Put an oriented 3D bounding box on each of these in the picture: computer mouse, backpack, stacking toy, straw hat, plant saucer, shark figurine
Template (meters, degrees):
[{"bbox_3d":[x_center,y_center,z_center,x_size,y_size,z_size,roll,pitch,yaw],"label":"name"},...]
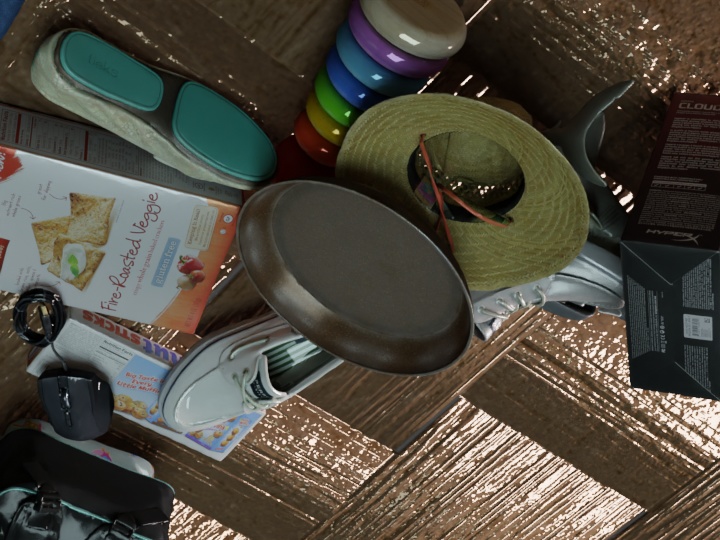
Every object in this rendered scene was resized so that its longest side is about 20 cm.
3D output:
[{"bbox_3d":[-0.242,0.083,1.337,0.058,0.034,0.201,2,143,10],"label":"computer mouse"},{"bbox_3d":[-0.270,0.241,1.433,0.174,0.154,0.201,22,114,-20],"label":"backpack"},{"bbox_3d":[-0.004,-0.123,1.217,0.085,0.086,0.201,19,130,-21],"label":"stacking toy"},{"bbox_3d":[0.081,-0.081,1.204,0.199,0.086,0.202,15,140,13],"label":"straw hat"},{"bbox_3d":[0.000,0.000,1.243,0.198,0.032,0.201,21,142,17],"label":"plant saucer"},{"bbox_3d":[0.167,-0.089,1.255,0.090,0.127,0.215,-55,151,-12],"label":"shark figurine"}]

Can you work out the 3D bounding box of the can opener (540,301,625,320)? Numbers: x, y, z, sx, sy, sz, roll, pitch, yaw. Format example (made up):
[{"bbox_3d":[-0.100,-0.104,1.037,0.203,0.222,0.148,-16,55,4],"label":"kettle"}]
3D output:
[{"bbox_3d":[0.225,0.023,1.390,0.198,0.054,0.067,19,158,-21],"label":"can opener"}]

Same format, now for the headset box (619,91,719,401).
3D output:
[{"bbox_3d":[0.257,-0.027,1.252,0.074,0.201,0.150,7,135,21],"label":"headset box"}]

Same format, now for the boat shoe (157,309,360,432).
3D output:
[{"bbox_3d":[-0.083,0.078,1.360,0.199,0.067,0.074,-35,121,10],"label":"boat shoe"}]

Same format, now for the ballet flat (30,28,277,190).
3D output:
[{"bbox_3d":[-0.152,-0.116,1.224,0.199,0.068,0.062,31,148,-24],"label":"ballet flat"}]

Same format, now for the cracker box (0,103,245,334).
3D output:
[{"bbox_3d":[-0.202,-0.037,1.274,0.198,0.058,0.135,14,127,-17],"label":"cracker box"}]

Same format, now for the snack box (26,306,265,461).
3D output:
[{"bbox_3d":[-0.180,0.097,1.409,0.199,0.024,0.072,29,121,-27],"label":"snack box"}]

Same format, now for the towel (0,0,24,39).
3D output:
[{"bbox_3d":[-0.298,-0.184,1.147,0.111,0.049,0.200,24,123,-25],"label":"towel"}]

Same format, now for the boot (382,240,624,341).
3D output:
[{"bbox_3d":[0.116,0.016,1.293,0.198,0.096,0.074,18,159,7],"label":"boot"}]
